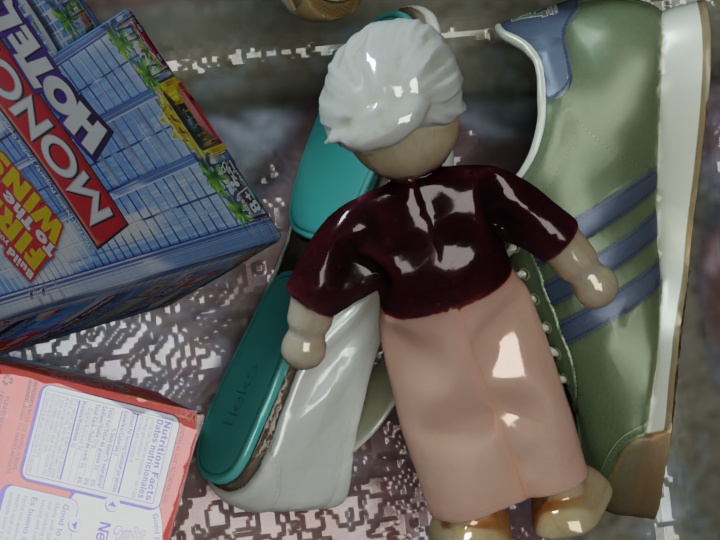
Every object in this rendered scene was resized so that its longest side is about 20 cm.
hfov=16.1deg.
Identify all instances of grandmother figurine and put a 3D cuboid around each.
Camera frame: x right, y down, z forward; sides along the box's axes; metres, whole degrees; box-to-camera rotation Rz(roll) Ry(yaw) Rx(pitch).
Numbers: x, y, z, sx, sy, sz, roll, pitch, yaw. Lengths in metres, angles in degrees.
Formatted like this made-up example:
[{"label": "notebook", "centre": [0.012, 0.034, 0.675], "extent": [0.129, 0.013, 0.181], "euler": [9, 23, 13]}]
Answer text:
[{"label": "grandmother figurine", "centre": [0.028, 0.006, 0.917], "extent": [0.121, 0.061, 0.200], "euler": [-18, 111, -8]}]

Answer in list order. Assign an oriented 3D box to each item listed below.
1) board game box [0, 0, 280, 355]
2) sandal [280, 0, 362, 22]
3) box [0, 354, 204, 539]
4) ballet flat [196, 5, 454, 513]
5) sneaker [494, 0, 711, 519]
[{"label": "board game box", "centre": [-0.138, -0.047, 0.869], "extent": [0.062, 0.200, 0.200], "euler": [-30, 98, 27]}, {"label": "sandal", "centre": [-0.043, -0.181, 0.954], "extent": [0.054, 0.080, 0.200], "euler": [-25, 78, 32]}, {"label": "box", "centre": [-0.133, 0.132, 0.920], "extent": [0.103, 0.095, 0.200], "euler": [14, 88, -11]}, {"label": "ballet flat", "centre": [0.000, 0.000, 0.970], "extent": [0.069, 0.069, 0.200], "euler": [21, 90, -11]}, {"label": "sneaker", "centre": [0.082, -0.008, 0.986], "extent": [0.090, 0.067, 0.200], "euler": [6, 94, 3]}]
